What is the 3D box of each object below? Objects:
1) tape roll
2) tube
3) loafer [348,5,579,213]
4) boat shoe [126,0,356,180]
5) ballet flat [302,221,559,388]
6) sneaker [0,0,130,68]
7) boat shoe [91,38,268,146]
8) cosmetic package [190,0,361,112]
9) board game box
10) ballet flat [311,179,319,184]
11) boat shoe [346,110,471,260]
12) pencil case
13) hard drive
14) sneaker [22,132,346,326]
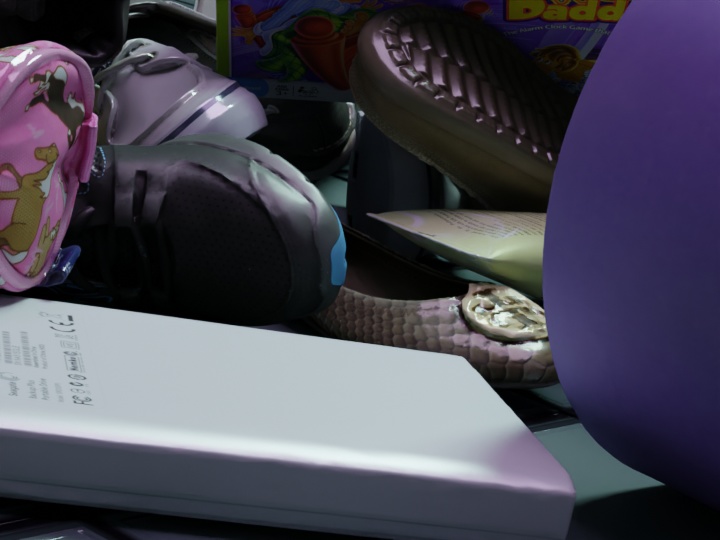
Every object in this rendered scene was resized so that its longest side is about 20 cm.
[{"bbox_3d":[0.156,-0.014,0.614,0.199,0.201,0.085,1,16,-41],"label":"tape roll"},{"bbox_3d":[0.101,0.000,0.809,0.199,0.052,0.058,10,-34,-36],"label":"tube"},{"bbox_3d":[0.065,-0.046,0.837,0.199,0.067,0.076,25,39,-36],"label":"loafer"},{"bbox_3d":[-0.090,-0.105,0.954,0.199,0.057,0.067,21,59,22],"label":"boat shoe"},{"bbox_3d":[0.000,0.000,0.764,0.199,0.047,0.067,22,16,40],"label":"ballet flat"},{"bbox_3d":[-0.132,-0.110,0.807,0.090,0.067,0.200,42,-3,8],"label":"sneaker"},{"bbox_3d":[-0.095,-0.064,0.835,0.067,0.073,0.200,52,-12,-9],"label":"boat shoe"},{"bbox_3d":[-0.036,-0.129,1.098,0.103,0.074,0.200,12,-10,-1],"label":"cosmetic package"},{"bbox_3d":[0.038,-0.121,0.838,0.198,0.045,0.135,3,-24,-2],"label":"board game box"},{"bbox_3d":[-0.095,-0.085,1.022,0.199,0.075,0.074,20,14,19],"label":"ballet flat"},{"bbox_3d":[0.031,-0.043,0.925,0.065,0.074,0.200,6,14,-4],"label":"boat shoe"},{"bbox_3d":[-0.187,-0.042,0.646,0.199,0.087,0.083,6,54,17],"label":"pencil case"},{"bbox_3d":[-0.050,0.041,0.584,0.199,0.027,0.132,8,13,-14],"label":"hard drive"},{"bbox_3d":[-0.102,-0.011,0.708,0.199,0.074,0.082,11,28,22],"label":"sneaker"}]
